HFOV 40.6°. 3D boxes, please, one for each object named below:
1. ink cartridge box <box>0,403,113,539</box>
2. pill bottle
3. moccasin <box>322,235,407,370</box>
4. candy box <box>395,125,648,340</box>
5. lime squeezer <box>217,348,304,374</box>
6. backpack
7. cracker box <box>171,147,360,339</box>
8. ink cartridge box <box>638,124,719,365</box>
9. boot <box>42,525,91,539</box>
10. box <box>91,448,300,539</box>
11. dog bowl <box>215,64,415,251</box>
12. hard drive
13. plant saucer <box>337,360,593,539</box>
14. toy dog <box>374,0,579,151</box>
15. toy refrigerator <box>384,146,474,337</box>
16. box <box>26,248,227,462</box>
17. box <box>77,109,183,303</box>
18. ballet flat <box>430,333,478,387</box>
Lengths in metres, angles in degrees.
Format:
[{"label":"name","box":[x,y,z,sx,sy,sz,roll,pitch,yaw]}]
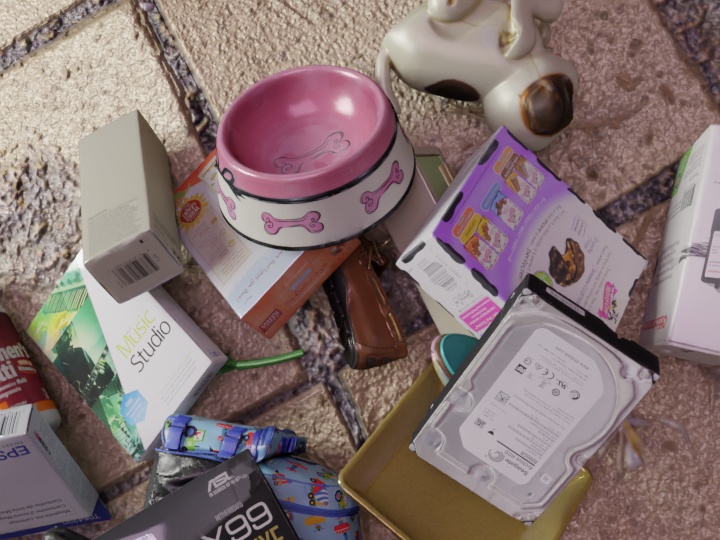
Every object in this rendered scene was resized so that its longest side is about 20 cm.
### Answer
[{"label":"ink cartridge box","box":[-0.376,0.227,0.977,0.193,0.202,0.044,-13,41,7]},{"label":"pill bottle","box":[-0.409,0.101,1.032,0.109,0.110,0.202,-32,80,3]},{"label":"moccasin","box":[0.000,-0.001,1.001,0.076,0.074,0.204,-11,63,-16]},{"label":"candy box","box":[0.157,-0.007,0.920,0.200,0.071,0.168,42,53,-6]},{"label":"lime squeezer","box":[-0.161,0.084,1.043,0.197,0.038,0.071,20,56,11]},{"label":"backpack","box":[-0.089,0.219,0.934,0.196,0.183,0.137,6,80,14]},{"label":"cracker box","box":[-0.107,-0.045,0.990,0.134,0.058,0.200,-45,50,1]},{"label":"ink cartridge box","box":[0.335,-0.017,0.923,0.082,0.145,0.204,13,86,8]},{"label":"boot","box":[-0.227,0.336,0.869,0.155,0.080,0.215,13,104,-2]},{"label":"box","box":[-0.139,0.267,0.796,0.198,0.050,0.159,-27,76,-16]},{"label":"dog bowl","box":[-0.049,-0.116,0.922,0.196,0.074,0.202,-7,46,7]},{"label":"hard drive","box":[0.149,0.119,0.859,0.139,0.038,0.201,33,119,-1]},{"label":"plant saucer","box":[0.099,0.210,0.939,0.199,0.049,0.200,38,48,10]},{"label":"toy dog","box":[0.130,-0.207,0.972,0.199,0.140,0.195,39,70,3]},{"label":"toy refrigerator","box":[0.088,-0.024,0.983,0.070,0.076,0.202,-33,78,30]},{"label":"box","box":[-0.249,0.078,1.024,0.200,0.036,0.145,44,106,18]},{"label":"box","box":[-0.238,-0.069,0.997,0.081,0.069,0.202,-25,45,8]},{"label":"ballet flat","box":[0.142,0.122,0.945,0.197,0.071,0.070,22,59,-18]}]
